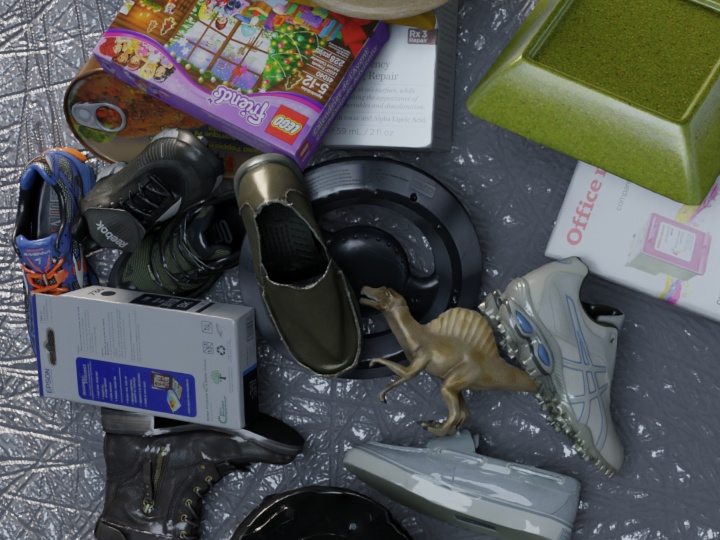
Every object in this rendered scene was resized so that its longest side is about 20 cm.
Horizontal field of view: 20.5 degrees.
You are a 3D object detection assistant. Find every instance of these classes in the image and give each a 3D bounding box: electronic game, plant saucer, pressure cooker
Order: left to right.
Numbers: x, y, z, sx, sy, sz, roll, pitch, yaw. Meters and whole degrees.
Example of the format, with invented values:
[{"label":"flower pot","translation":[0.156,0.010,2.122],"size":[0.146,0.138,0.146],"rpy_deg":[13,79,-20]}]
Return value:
[{"label":"pressure cooker","translation":[-0.045,0.277,1.599],"size":[0.179,0.200,0.176],"rpy_deg":[40,68,2]},{"label":"electronic game","translation":[0.000,0.000,1.625],"size":[0.200,0.042,0.200],"rpy_deg":[-1,117,-2]},{"label":"plant saucer","translation":[0.212,-0.165,1.538],"size":[0.200,0.048,0.200],"rpy_deg":[24,55,17]}]

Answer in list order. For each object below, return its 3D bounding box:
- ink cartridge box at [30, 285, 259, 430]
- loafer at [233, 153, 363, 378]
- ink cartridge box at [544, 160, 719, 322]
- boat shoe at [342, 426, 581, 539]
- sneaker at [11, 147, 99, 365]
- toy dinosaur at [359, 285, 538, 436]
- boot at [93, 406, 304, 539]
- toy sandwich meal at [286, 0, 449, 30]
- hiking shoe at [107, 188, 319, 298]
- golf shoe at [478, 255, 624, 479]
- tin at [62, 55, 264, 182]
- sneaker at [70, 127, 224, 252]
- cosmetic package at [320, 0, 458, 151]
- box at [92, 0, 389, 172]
[{"label":"ink cartridge box","translation":[-0.180,0.069,1.663],"size":[0.200,0.039,0.100],"rpy_deg":[8,111,24]},{"label":"loafer","translation":[-0.051,0.008,1.564],"size":[0.075,0.070,0.200],"rpy_deg":[-20,116,7]},{"label":"ink cartridge box","translation":[0.263,-0.043,1.570],"size":[0.200,0.085,0.145],"rpy_deg":[21,95,16]},{"label":"boat shoe","translation":[0.086,0.169,1.634],"size":[0.201,0.070,0.072],"rpy_deg":[17,71,19]},{"label":"sneaker","translation":[-0.270,-0.007,1.717],"size":[0.075,0.078,0.200],"rpy_deg":[-7,88,16]},{"label":"toy dinosaur","translation":[0.081,0.083,1.598],"size":[0.200,0.058,0.101],"rpy_deg":[26,95,-8]},{"label":"boot","translation":[-0.145,0.205,1.698],"size":[0.200,0.069,0.174],"rpy_deg":[5,97,19]},{"label":"toy sandwich meal","translation":[0.011,-0.270,1.570],"size":[0.205,0.070,0.205],"rpy_deg":[-1,66,2]},{"label":"hiking shoe","translation":[-0.136,-0.027,1.669],"size":[0.200,0.101,0.076],"rpy_deg":[-29,80,12]},{"label":"golf shoe","translation":[0.179,0.077,1.568],"size":[0.097,0.078,0.200],"rpy_deg":[-35,122,-6]},{"label":"tin","translation":[-0.152,-0.130,1.677],"size":[0.200,0.042,0.112],"rpy_deg":[7,131,14]},{"label":"sneaker","translation":[-0.180,-0.056,1.637],"size":[0.066,0.200,0.091],"rpy_deg":[44,61,-17]},{"label":"cosmetic package","translation":[0.025,-0.199,1.641],"size":[0.101,0.074,0.200],"rpy_deg":[2,91,15]},{"label":"box","translation":[-0.096,-0.182,1.601],"size":[0.200,0.039,0.137],"rpy_deg":[27,77,18]}]
